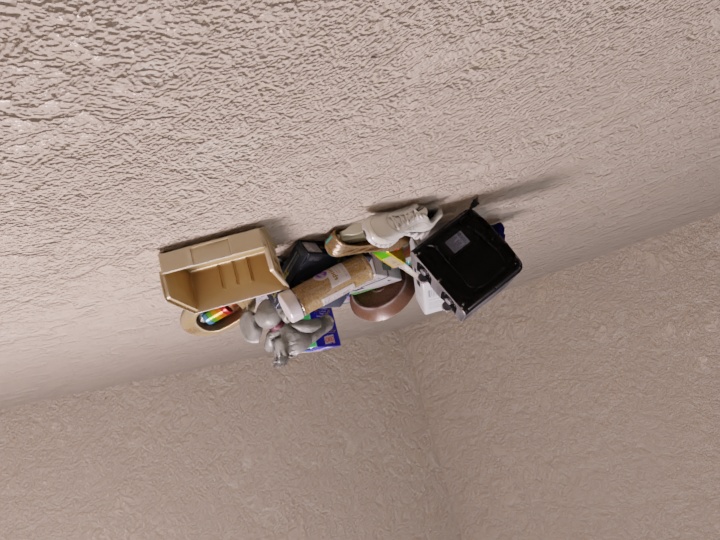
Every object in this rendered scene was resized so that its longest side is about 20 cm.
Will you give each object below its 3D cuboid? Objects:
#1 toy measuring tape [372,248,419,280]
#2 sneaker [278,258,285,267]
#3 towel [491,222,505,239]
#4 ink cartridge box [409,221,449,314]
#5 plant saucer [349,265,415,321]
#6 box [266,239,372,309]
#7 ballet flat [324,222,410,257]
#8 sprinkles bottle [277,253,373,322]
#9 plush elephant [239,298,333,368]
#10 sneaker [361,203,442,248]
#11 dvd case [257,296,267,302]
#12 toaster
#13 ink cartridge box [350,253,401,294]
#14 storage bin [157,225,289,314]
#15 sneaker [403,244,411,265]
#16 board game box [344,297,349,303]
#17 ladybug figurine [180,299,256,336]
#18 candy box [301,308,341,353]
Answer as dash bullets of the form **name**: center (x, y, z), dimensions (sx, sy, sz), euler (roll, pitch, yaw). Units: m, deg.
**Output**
- **toy measuring tape**: center (0.086, -0.041, 1.394), dimensions (0.200, 0.074, 0.073), euler (31, 142, -32)
- **sneaker**: center (-0.136, 0.002, 1.403), dimensions (0.199, 0.070, 0.109), euler (-12, 171, -2)
- **towel**: center (0.285, -0.046, 1.618), dimensions (0.200, 0.050, 0.148), euler (-20, -151, 28)
- **ink cartridge box**: center (0.204, -0.011, 1.488), dimensions (0.145, 0.200, 0.083), euler (-14, -147, -7)
- **plant saucer**: center (0.053, 0.043, 1.651), dimensions (0.200, 0.201, 0.035), euler (-19, 136, 20)
- **box**: center (-0.088, 0.012, 1.355), dimensions (0.200, 0.051, 0.158), euler (3, 129, -47)
- **ballet flat**: center (0.022, -0.075, 1.286), dimensions (0.199, 0.068, 0.072), euler (-8, 148, -19)
- **sprinkles bottle**: center (-0.071, 0.035, 1.288), dimensions (0.200, 0.068, 0.068), euler (-28, 173, -16)
- **plush elephant**: center (-0.186, 0.122, 1.440), dimensions (0.164, 0.155, 0.200), euler (-23, -172, 22)
- **sneaker**: center (0.084, -0.098, 1.222), dimensions (0.200, 0.075, 0.081), euler (-16, 165, -44)
- **dvd case**: center (-0.327, 0.069, 1.604), dimensions (0.200, 0.025, 0.150), euler (-10, 168, -29)
- **toaster**: center (0.227, -0.016, 1.318), dimensions (0.200, 0.181, 0.119), euler (-37, 166, -11)
- **ink cartridge box**: center (0.000, 0.000, 1.545), dimensions (0.146, 0.084, 0.200), euler (-18, 169, 19)
- **storage bin**: center (-0.254, 0.002, 1.165), dimensions (0.199, 0.094, 0.199), euler (-15, 170, -2)
- **sneaker**: center (0.194, -0.042, 1.562), dimensions (0.200, 0.080, 0.071), euler (-19, -150, 18)
- **board game box**: center (-0.040, 0.082, 1.926), dimensions (0.199, 0.041, 0.200), euler (-10, 176, 21)
- **ladybug figurine**: center (-0.341, 0.086, 1.464), dimensions (0.200, 0.072, 0.136), euler (-27, 137, 11)
- **candy box**: center (-0.134, 0.114, 1.627), dimensions (0.077, 0.201, 0.169), euler (-18, 169, 16)
